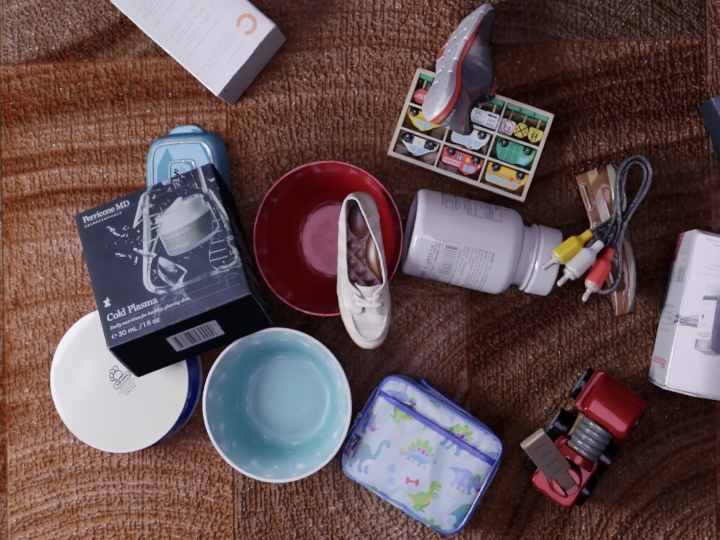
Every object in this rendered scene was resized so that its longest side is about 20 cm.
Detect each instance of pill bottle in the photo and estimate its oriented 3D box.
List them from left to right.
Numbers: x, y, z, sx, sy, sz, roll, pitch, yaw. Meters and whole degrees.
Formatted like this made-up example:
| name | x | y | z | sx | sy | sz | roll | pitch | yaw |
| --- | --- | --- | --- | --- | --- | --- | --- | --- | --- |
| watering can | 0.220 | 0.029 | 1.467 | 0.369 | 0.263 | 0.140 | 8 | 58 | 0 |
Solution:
| name | x | y | z | sx | sy | sz | roll | pitch | yaw |
| --- | --- | --- | --- | --- | --- | --- | --- | --- | --- |
| pill bottle | 0.159 | -0.032 | 1.698 | 0.197 | 0.114 | 0.116 | 12 | 91 | -5 |

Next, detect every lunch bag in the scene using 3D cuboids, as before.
| name | x | y | z | sx | sy | sz | roll | pitch | yaw |
| --- | --- | --- | --- | --- | --- | --- | --- | --- | --- |
| lunch bag | 0.083 | 0.241 | 1.727 | 0.199 | 0.082 | 0.162 | 32 | 90 | 4 |

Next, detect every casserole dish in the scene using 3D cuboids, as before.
| name | x | y | z | sx | sy | sz | roll | pitch | yaw |
| --- | --- | --- | --- | --- | --- | --- | --- | --- | --- |
| casserole dish | -0.241 | -0.102 | 1.784 | 0.119 | 0.039 | 0.203 | -3 | 88 | 5 |

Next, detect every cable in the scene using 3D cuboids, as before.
| name | x | y | z | sx | sy | sz | roll | pitch | yaw |
| --- | --- | --- | --- | --- | --- | --- | --- | --- | --- |
| cable | 0.324 | -0.050 | 1.648 | 0.097 | 0.050 | 0.201 | 37 | 91 | 3 |

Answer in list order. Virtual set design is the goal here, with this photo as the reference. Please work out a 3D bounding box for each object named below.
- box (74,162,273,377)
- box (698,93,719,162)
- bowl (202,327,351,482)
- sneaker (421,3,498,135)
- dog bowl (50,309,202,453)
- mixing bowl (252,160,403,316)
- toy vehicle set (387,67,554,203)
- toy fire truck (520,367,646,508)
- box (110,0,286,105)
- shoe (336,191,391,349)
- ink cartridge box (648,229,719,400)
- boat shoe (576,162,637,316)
| name | x | y | z | sx | sy | sz | roll | pitch | yaw |
| --- | --- | --- | --- | --- | --- | --- | --- | --- | --- |
| box | -0.242 | 0.001 | 1.672 | 0.197 | 0.124 | 0.199 | -21 | 65 | 1 |
| box | 0.569 | -0.171 | 1.666 | 0.198 | 0.104 | 0.184 | -21 | 88 | 5 |
| bowl | -0.105 | 0.176 | 1.733 | 0.197 | 0.105 | 0.204 | 0 | 90 | 5 |
| sneaker | 0.147 | -0.262 | 1.716 | 0.081 | 0.077 | 0.202 | 32 | 65 | -18 |
| dog bowl | -0.320 | 0.147 | 1.769 | 0.197 | 0.079 | 0.204 | 0 | 89 | 6 |
| mixing bowl | -0.038 | -0.043 | 1.726 | 0.197 | 0.108 | 0.204 | 0 | 91 | 5 |
| toy vehicle set | 0.149 | -0.183 | 1.749 | 0.197 | 0.027 | 0.126 | 19 | 91 | 6 |
| toy fire truck | 0.277 | 0.212 | 1.644 | 0.128 | 0.200 | 0.177 | 35 | 93 | 5 |
| box | -0.218 | -0.341 | 1.754 | 0.200 | 0.097 | 0.125 | 42 | 93 | 5 |
| shoe | 0.000 | 0.000 | 1.642 | 0.069 | 0.053 | 0.203 | -6 | 89 | 5 |
| ink cartridge box | 0.436 | 0.057 | 1.657 | 0.084 | 0.146 | 0.203 | 13 | 91 | 5 |
| boat shoe | 0.325 | -0.039 | 1.711 | 0.073 | 0.076 | 0.203 | -7 | 81 | 11 |
